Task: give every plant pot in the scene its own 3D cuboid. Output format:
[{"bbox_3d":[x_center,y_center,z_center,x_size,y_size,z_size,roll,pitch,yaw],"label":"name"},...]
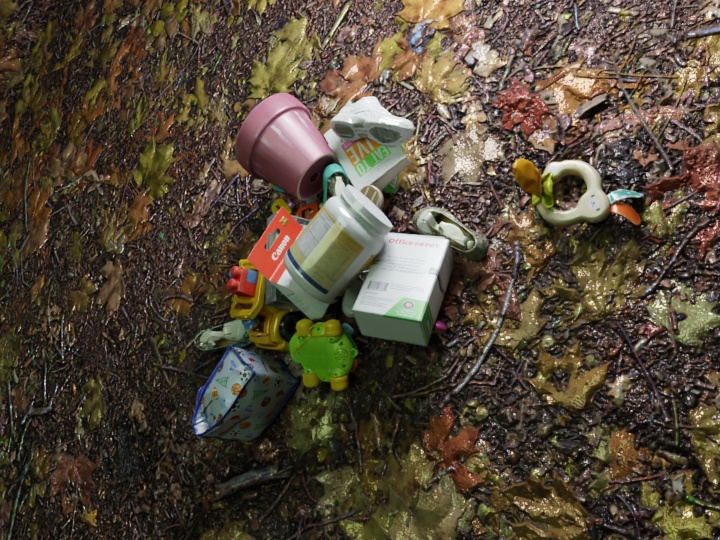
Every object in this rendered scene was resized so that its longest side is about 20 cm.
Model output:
[{"bbox_3d":[-0.156,-0.266,1.413,0.178,0.199,0.201,41,100,18],"label":"plant pot"}]

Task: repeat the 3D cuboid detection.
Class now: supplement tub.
[{"bbox_3d":[-0.043,-0.052,1.231,0.201,0.143,0.145,-48,56,12],"label":"supplement tub"}]

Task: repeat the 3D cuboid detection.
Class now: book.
[{"bbox_3d":[0.013,-0.272,1.392,0.133,0.048,0.202,-38,58,12],"label":"book"}]

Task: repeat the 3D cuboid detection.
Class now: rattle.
[{"bbox_3d":[0.388,-0.148,1.098,0.131,0.143,0.198,-49,47,-11],"label":"rattle"}]

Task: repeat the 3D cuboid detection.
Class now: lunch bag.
[{"bbox_3d":[-0.264,0.285,1.380,0.123,0.169,0.203,36,97,38],"label":"lunch bag"}]

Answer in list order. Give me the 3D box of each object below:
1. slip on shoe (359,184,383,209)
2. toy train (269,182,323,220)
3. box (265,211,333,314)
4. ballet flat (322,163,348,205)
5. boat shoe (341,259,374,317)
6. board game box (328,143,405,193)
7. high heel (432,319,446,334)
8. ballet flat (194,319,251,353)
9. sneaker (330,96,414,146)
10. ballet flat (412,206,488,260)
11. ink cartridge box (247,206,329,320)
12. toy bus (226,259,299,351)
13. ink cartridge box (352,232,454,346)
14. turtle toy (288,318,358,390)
[{"bbox_3d":[-0.014,-0.087,1.335,0.075,0.060,0.203,30,93,19],"label":"slip on shoe"},{"bbox_3d":[-0.149,-0.178,1.513,0.147,0.055,0.205,-22,63,22],"label":"toy train"},{"bbox_3d":[-0.134,-0.014,1.388,0.048,0.156,0.206,-22,63,47],"label":"box"},{"bbox_3d":[-0.053,-0.132,1.378,0.070,0.065,0.206,-138,43,-73],"label":"ballet flat"},{"bbox_3d":[0.004,0.001,1.337,0.074,0.086,0.205,31,94,36],"label":"boat shoe"},{"bbox_3d":[0.005,-0.262,1.443,0.196,0.040,0.157,7,80,35],"label":"board game box"},{"bbox_3d":[0.101,0.066,1.270,0.197,0.067,0.098,15,85,45],"label":"high heel"},{"bbox_3d":[-0.329,0.159,1.524,0.197,0.074,0.076,-22,65,26],"label":"ballet flat"},{"bbox_3d":[0.032,-0.333,1.341,0.196,0.078,0.101,15,68,25],"label":"sneaker"},{"bbox_3d":[0.171,-0.086,1.258,0.198,0.075,0.069,34,96,36],"label":"ballet flat"},{"bbox_3d":[-0.125,-0.020,1.332,0.047,0.200,0.162,-19,33,48],"label":"ink cartridge box"},{"bbox_3d":[-0.230,0.068,1.402,0.133,0.190,0.206,0,77,40],"label":"toy bus"},{"bbox_3d":[0.089,0.032,1.217,0.143,0.085,0.203,7,53,26],"label":"ink cartridge box"},{"bbox_3d":[-0.082,0.169,1.334,0.196,0.100,0.150,-1,99,35],"label":"turtle toy"}]
